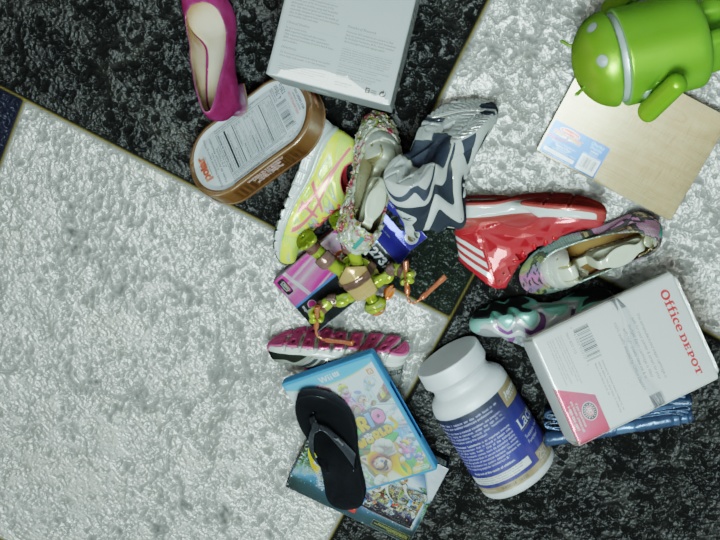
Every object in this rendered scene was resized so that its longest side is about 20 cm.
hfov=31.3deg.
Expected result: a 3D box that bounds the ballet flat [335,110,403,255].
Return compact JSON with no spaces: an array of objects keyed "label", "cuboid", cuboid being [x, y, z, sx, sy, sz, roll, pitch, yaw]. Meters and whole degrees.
[{"label":"ballet flat","cuboid":[0.021,-0.115,1.613,0.075,0.064,0.203,18,69,-20]}]

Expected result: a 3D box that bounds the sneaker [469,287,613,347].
[{"label":"sneaker","cuboid":[0.248,0.107,1.711,0.197,0.078,0.142,-6,108,10]}]

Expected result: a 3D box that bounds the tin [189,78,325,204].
[{"label":"tin","cuboid":[-0.135,-0.168,1.652,0.199,0.042,0.113,-35,58,17]}]

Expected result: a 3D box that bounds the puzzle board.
[{"label":"puzzle board","cuboid":[0.344,-0.174,1.632,0.198,0.017,0.152,27,112,-2]}]

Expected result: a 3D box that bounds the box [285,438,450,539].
[{"label":"box","cuboid":[0.010,0.286,1.825,0.198,0.038,0.138,26,111,-2]}]

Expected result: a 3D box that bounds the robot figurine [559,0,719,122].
[{"label":"robot figurine","cuboid":[0.342,-0.262,1.537,0.197,0.116,0.178,-12,66,-1]}]

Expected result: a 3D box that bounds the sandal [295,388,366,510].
[{"label":"sandal","cuboid":[-0.035,0.246,1.738,0.075,0.043,0.202,-10,117,18]}]

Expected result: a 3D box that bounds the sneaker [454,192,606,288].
[{"label":"sneaker","cuboid":[0.218,-0.037,1.662,0.197,0.078,0.117,3,105,20]}]

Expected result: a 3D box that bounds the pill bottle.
[{"label":"pill bottle","cuboid":[0.166,0.196,1.732,0.115,0.116,0.201,-29,104,16]}]

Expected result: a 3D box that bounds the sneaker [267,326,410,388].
[{"label":"sneaker","cuboid":[-0.032,0.132,1.758,0.197,0.074,0.089,5,113,7]}]

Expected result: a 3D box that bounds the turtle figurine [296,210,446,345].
[{"label":"turtle figurine","cuboid":[0.000,0.000,1.674,0.198,0.065,0.162,-24,116,21]}]

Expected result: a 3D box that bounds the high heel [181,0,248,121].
[{"label":"high heel","cuboid":[-0.196,-0.284,1.603,0.066,0.096,0.203,-11,93,19]}]

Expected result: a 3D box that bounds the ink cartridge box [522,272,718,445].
[{"label":"ink cartridge box","cuboid":[0.325,0.110,1.616,0.198,0.083,0.148,-24,87,-4]}]

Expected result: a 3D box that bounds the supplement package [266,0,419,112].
[{"label":"supplement package","cuboid":[-0.010,-0.308,1.532,0.150,0.151,0.203,14,94,2]}]

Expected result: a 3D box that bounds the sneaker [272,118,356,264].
[{"label":"sneaker","cuboid":[-0.053,-0.091,1.680,0.089,0.078,0.202,22,110,-3]}]

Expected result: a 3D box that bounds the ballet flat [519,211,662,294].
[{"label":"ballet flat","cuboid":[0.296,-0.016,1.664,0.198,0.071,0.070,-22,109,15]}]

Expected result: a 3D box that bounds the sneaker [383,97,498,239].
[{"label":"sneaker","cuboid":[0.110,-0.119,1.626,0.079,0.200,0.131,19,142,28]}]

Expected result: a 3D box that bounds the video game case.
[{"label":"video game case","cuboid":[0.000,0.208,1.744,0.142,0.018,0.201,-20,113,23]}]

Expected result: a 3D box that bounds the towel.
[{"label":"towel","cuboid":[0.339,0.185,1.710,0.197,0.112,0.049,-11,94,11]}]

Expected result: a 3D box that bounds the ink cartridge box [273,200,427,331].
[{"label":"ink cartridge box","cuboid":[-0.015,-0.014,1.726,0.199,0.037,0.095,-40,101,16]}]
